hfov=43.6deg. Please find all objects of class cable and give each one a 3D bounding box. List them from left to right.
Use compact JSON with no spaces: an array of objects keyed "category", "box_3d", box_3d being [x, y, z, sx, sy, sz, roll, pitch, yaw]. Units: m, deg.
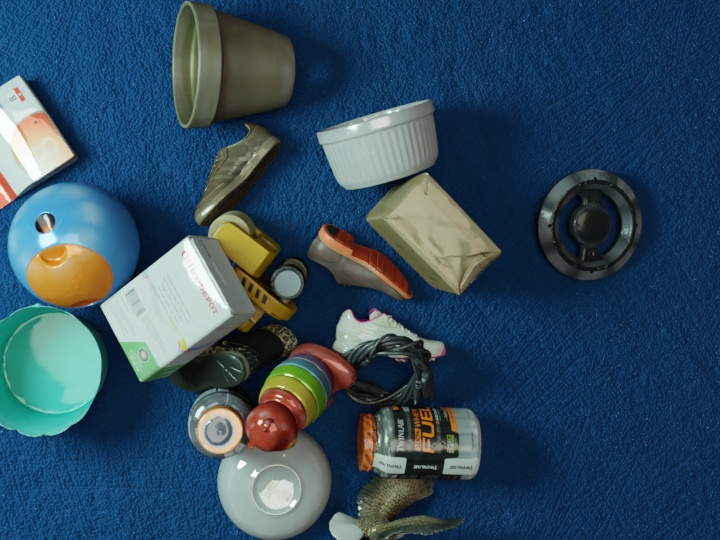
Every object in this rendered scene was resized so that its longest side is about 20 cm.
[{"category":"cable","box_3d":[0.040,0.166,1.518,0.162,0.200,0.051,-2,51,11]}]

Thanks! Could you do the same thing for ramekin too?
[{"category":"ramekin","box_3d":[0.036,-0.207,1.502,0.199,0.200,0.106,-19,102,-7]}]

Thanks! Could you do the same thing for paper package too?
[{"category":"paper package","box_3d":[0.118,-0.060,1.508,0.191,0.200,0.103,45,85,-6]}]

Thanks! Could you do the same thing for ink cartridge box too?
[{"category":"ink cartridge box","box_3d":[-0.597,-0.201,1.488,0.200,0.050,0.163,-35,94,-10]},{"category":"ink cartridge box","box_3d":[-0.285,0.059,1.413,0.200,0.087,0.146,-36,77,20]}]

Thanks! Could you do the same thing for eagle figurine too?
[{"category":"eagle figurine","box_3d":[0.055,0.428,1.539,0.200,0.151,0.152,-42,85,5]}]

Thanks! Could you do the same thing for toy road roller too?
[{"category":"toy road roller","box_3d":[-0.189,0.010,1.509,0.200,0.123,0.146,40,96,-6]}]

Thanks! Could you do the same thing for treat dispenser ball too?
[{"category":"treat dispenser ball","box_3d":[-0.453,-0.040,1.430,0.200,0.201,0.202,0,90,-8]}]

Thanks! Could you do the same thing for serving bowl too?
[{"category":"serving bowl","box_3d":[-0.144,0.367,1.539,0.199,0.066,0.201,0,91,-8]}]

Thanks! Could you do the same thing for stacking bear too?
[{"category":"stacking bear","box_3d":[-0.110,0.211,1.427,0.114,0.200,0.121,43,126,-1]}]

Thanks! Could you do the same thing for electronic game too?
[{"category":"electronic game","box_3d":[0.413,-0.082,1.625,0.199,0.042,0.201,-1,98,-9]}]

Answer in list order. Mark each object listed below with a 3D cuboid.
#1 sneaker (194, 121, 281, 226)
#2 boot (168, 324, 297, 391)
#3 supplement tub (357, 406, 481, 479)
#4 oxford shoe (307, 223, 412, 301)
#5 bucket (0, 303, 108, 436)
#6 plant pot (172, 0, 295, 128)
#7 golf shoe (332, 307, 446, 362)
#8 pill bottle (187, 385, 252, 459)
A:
[{"category":"sneaker","box_3d":[-0.224,-0.165,1.539,0.075,0.070,0.200,40,81,13]},{"category":"boot","box_3d":[-0.220,0.144,1.518,0.153,0.203,0.074,-24,105,-49]},{"category":"supplement tub","box_3d":[0.098,0.295,1.542,0.199,0.123,0.123,2,90,-8]},{"category":"oxford shoe","box_3d":[0.000,0.000,1.568,0.200,0.071,0.073,35,114,-9]},{"category":"bucket","box_3d":[-0.507,0.156,1.455,0.206,0.135,0.208,0,89,-8]},{"category":"plant pot","box_3d":[-0.207,-0.334,1.485,0.173,0.200,0.201,-3,90,-24]},{"category":"golf shoe","box_3d":[0.053,0.113,1.563,0.199,0.075,0.092,5,86,-9]},{"category":"pill bottle","box_3d":[-0.225,0.244,1.460,0.106,0.200,0.107,0,90,-7]}]
